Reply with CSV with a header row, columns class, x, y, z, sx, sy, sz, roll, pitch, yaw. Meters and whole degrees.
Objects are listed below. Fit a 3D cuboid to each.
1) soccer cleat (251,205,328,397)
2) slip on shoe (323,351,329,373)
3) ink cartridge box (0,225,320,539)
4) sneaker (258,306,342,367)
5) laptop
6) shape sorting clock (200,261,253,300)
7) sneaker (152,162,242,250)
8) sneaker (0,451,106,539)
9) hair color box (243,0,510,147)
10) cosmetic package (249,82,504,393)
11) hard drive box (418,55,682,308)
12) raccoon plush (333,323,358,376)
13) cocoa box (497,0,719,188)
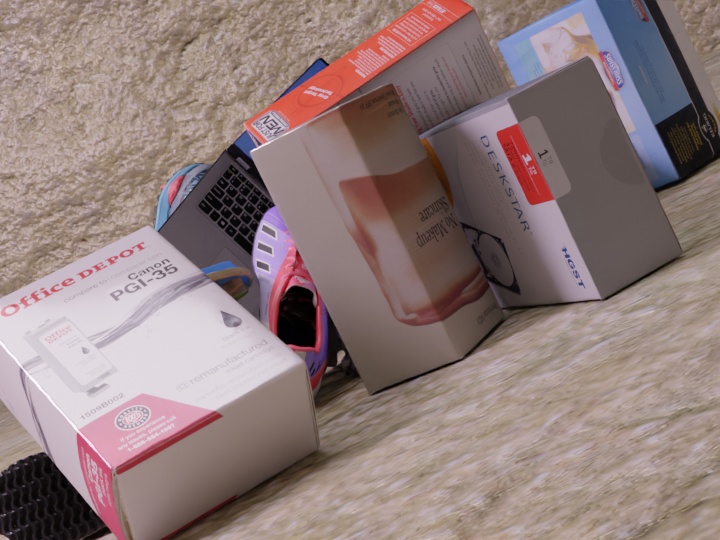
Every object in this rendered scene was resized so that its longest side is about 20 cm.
class,x,y,z,sx,sy,sz,roll,pitch,yaw
soccer cleat,-0.052,0.013,1.183,0.068,0.200,0.073,8,-40,-11
slip on shoe,-0.107,0.092,1.261,0.200,0.074,0.061,-23,-9,31
ink cartridge box,-0.145,0.072,0.963,0.146,0.083,0.200,-29,44,-25
sneaker,0.000,0.000,1.312,0.200,0.115,0.075,-57,25,-19
laptop,-0.047,-0.050,1.342,0.116,0.187,0.200,-31,19,52
shape sorting clock,-0.173,0.054,1.171,0.200,0.039,0.200,-32,-12,-8
sneaker,-0.150,-0.022,1.398,0.095,0.079,0.200,-2,50,20
sneaker,-0.172,0.148,1.064,0.200,0.070,0.090,-24,-10,15
hair color box,0.017,-0.129,1.188,0.200,0.102,0.061,-35,37,-7
cosmetic package,0.015,-0.026,1.078,0.087,0.200,0.103,-23,8,29
hard drive box,0.132,-0.059,1.090,0.077,0.156,0.200,-28,4,-18
raccoon plush,0.060,0.026,1.214,0.200,0.134,0.097,6,-26,-22
cocoa box,0.257,-0.179,1.461,0.133,0.200,0.131,-21,7,46
